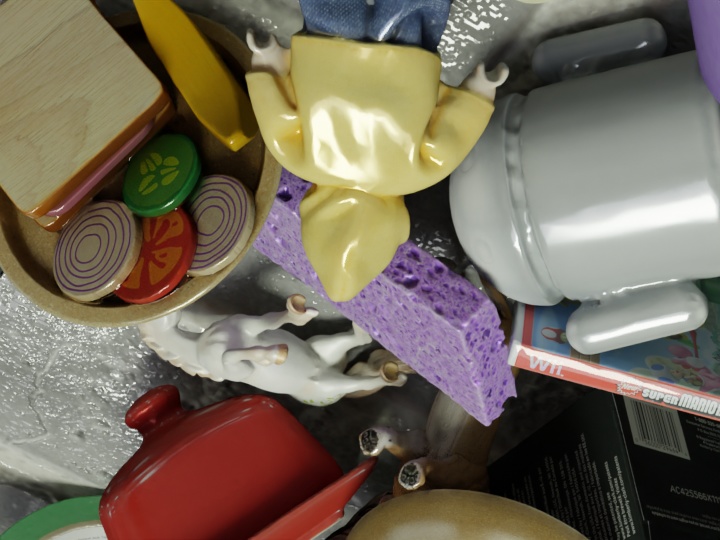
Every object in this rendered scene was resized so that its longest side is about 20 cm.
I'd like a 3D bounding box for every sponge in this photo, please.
[{"bbox_3d":[0.000,0.000,0.762,0.200,0.030,0.112,37,163,29],"label":"sponge"}]

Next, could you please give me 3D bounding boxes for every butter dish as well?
[{"bbox_3d":[-0.108,0.146,0.925,0.148,0.199,0.200,55,165,8],"label":"butter dish"}]

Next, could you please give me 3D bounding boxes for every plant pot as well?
[{"bbox_3d":[0.075,0.216,0.807,0.199,0.028,0.201,13,127,18],"label":"plant pot"}]

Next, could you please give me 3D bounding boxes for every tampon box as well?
[{"bbox_3d":[0.160,0.187,0.882,0.149,0.127,0.200,18,138,-30],"label":"tampon box"}]

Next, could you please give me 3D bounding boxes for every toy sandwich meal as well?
[{"bbox_3d":[-0.137,-0.070,0.731,0.204,0.207,0.070,-1,164,18],"label":"toy sandwich meal"}]

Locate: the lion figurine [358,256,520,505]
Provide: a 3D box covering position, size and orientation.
[{"bbox_3d":[0.064,0.084,0.846,0.072,0.201,0.122,29,-178,36],"label":"lion figurine"}]

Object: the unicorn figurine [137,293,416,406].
[{"bbox_3d":[-0.062,0.048,0.875,0.199,0.074,0.137,34,150,-25],"label":"unicorn figurine"}]

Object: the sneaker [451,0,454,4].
[{"bbox_3d":[0.012,-0.129,0.690,0.074,0.082,0.201,16,133,1],"label":"sneaker"}]

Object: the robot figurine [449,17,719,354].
[{"bbox_3d":[0.131,-0.045,0.694,0.199,0.171,0.113,-10,163,22],"label":"robot figurine"}]

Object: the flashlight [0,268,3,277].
[{"bbox_3d":[-0.215,-0.037,0.854,0.199,0.068,0.068,-26,119,35],"label":"flashlight"}]

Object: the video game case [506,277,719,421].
[{"bbox_3d":[0.184,0.036,0.751,0.199,0.143,0.018,15,119,3],"label":"video game case"}]

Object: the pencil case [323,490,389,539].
[{"bbox_3d":[-0.016,0.219,0.916,0.089,0.200,0.078,-34,85,40],"label":"pencil case"}]

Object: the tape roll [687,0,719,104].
[{"bbox_3d":[0.229,-0.137,0.539,0.199,0.201,0.085,-6,129,21],"label":"tape roll"}]

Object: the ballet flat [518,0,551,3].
[{"bbox_3d":[0.098,-0.218,0.600,0.069,0.070,0.201,17,128,0],"label":"ballet flat"}]

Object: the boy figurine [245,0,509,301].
[{"bbox_3d":[0.007,-0.082,0.639,0.123,0.065,0.201,2,114,2],"label":"boy figurine"}]

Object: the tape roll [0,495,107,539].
[{"bbox_3d":[-0.202,0.267,1.038,0.199,0.201,0.048,13,135,5],"label":"tape roll"}]
